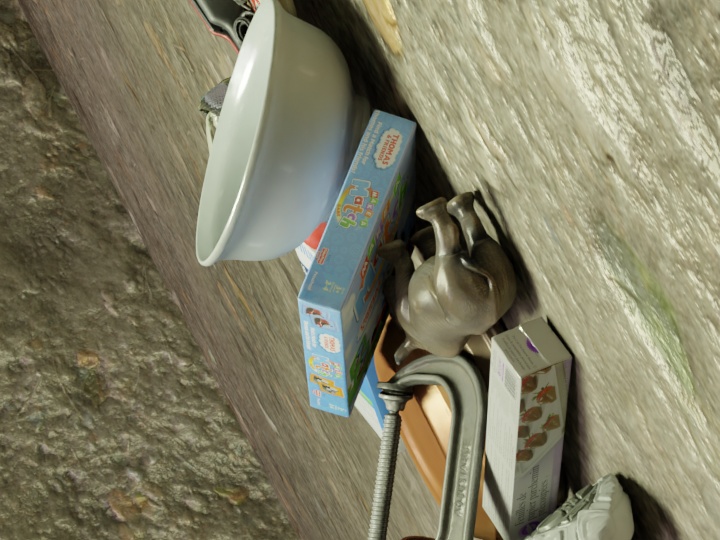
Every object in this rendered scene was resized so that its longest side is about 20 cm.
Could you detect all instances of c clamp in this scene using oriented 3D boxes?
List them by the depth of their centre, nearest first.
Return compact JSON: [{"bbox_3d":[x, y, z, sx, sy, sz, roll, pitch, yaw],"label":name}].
[{"bbox_3d":[0.029,0.152,1.375,0.171,0.027,0.200,10,89,58],"label":"c clamp"}]

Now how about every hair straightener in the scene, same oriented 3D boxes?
[{"bbox_3d":[-0.097,-0.188,1.503,0.200,0.041,0.077,62,170,16],"label":"hair straightener"}]

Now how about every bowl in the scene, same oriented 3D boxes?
[{"bbox_3d":[-0.050,-0.090,1.396,0.201,0.090,0.202,-165,90,-77],"label":"bowl"}]

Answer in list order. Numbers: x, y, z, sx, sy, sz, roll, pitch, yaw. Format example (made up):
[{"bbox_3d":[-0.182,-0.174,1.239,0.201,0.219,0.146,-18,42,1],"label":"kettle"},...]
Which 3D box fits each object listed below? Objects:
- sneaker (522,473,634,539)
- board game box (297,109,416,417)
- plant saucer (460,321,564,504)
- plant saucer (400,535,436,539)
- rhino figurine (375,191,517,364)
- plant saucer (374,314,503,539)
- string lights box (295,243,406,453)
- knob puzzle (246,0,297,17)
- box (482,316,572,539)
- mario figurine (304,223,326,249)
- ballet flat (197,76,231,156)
[{"bbox_3d":[0.158,0.195,1.254,0.099,0.078,0.200,50,171,10],"label":"sneaker"},{"bbox_3d":[0.000,0.000,1.378,0.037,0.152,0.200,18,157,10],"label":"board game box"},{"bbox_3d":[0.090,0.087,1.426,0.200,0.029,0.200,61,170,18],"label":"plant saucer"},{"bbox_3d":[0.105,0.265,1.424,0.200,0.035,0.200,30,-170,-6],"label":"plant saucer"},{"bbox_3d":[0.050,0.015,1.302,0.088,0.060,0.200,63,159,8],"label":"rhino figurine"},{"bbox_3d":[0.061,0.123,1.477,0.200,0.037,0.200,62,170,20],"label":"plant saucer"},{"bbox_3d":[0.006,0.049,1.669,0.103,0.059,0.200,48,161,57],"label":"string lights box"},{"bbox_3d":[-0.087,-0.267,1.464,0.220,0.030,0.220,62,170,19],"label":"knob puzzle"},{"bbox_3d":[0.109,0.110,1.285,0.041,0.039,0.200,57,161,36],"label":"box"},{"bbox_3d":[-0.063,-0.079,1.590,0.200,0.106,0.124,-134,23,-66],"label":"mario figurine"},{"bbox_3d":[-0.101,-0.088,1.863,0.201,0.072,0.072,64,170,4],"label":"ballet flat"}]
